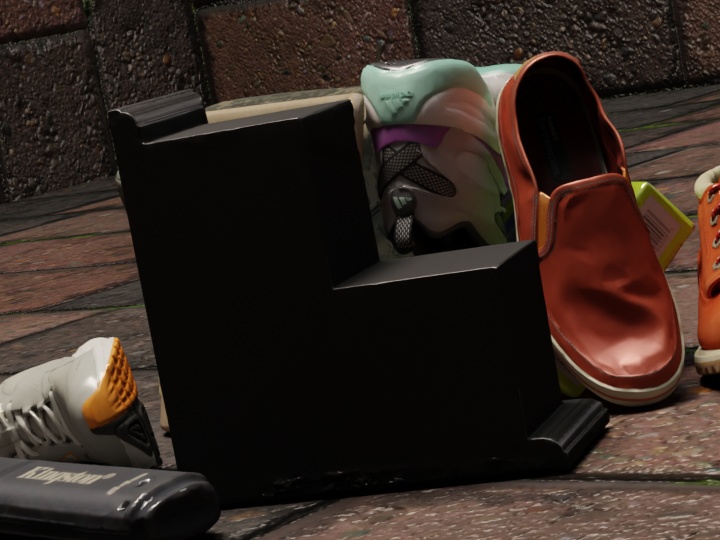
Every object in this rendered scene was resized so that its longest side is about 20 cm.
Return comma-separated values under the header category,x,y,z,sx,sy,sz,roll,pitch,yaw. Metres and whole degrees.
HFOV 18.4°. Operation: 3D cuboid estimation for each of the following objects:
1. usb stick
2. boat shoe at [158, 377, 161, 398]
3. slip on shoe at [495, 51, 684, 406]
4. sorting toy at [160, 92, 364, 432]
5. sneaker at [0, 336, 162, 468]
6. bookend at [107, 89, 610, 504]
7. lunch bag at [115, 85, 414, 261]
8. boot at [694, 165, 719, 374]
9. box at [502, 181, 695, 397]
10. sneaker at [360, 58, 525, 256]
category,x,y,z,sx,sy,sz,roll,pitch,yaw
usb stick,-0.143,0.112,1.079,0.055,0.033,0.199,-15,9,-39
boat shoe,-0.073,0.050,1.337,0.073,0.063,0.200,-15,8,-32
slip on shoe,0.117,-0.024,1.152,0.074,0.201,0.061,-13,-20,-5
sorting toy,-0.063,0.000,1.234,0.036,0.186,0.200,4,-3,-35
sneaker,-0.166,0.085,1.226,0.092,0.076,0.200,-19,1,-10
bookend,0.000,0.000,1.078,0.198,0.201,0.092,-9,8,20
lunch bag,-0.041,-0.020,1.431,0.199,0.169,0.139,-3,23,39
boot,0.208,-0.004,1.183,0.075,0.108,0.200,-7,9,4
box,0.094,0.006,1.274,0.122,0.048,0.200,-54,22,-14
sneaker,0.059,-0.046,1.253,0.077,0.141,0.200,-1,3,30
